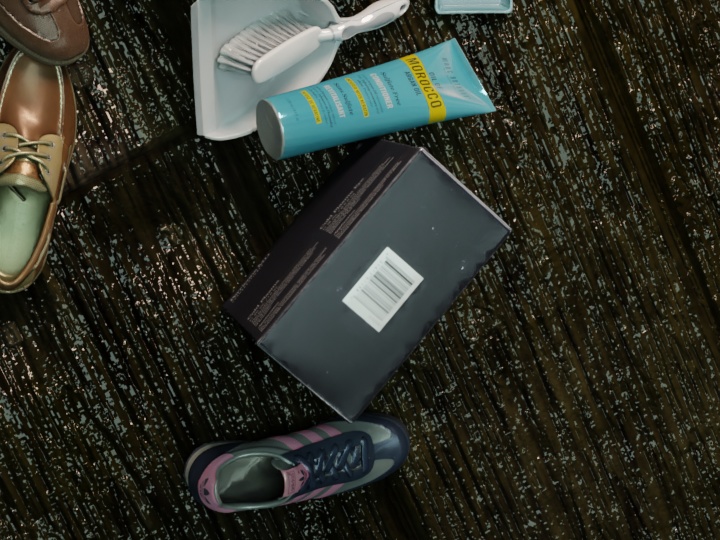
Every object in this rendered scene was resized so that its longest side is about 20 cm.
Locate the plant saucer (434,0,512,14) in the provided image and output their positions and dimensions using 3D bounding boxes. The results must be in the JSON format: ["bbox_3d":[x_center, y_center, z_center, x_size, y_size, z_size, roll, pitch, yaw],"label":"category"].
[{"bbox_3d":[0.094,-0.319,1.465,0.070,0.019,0.201,-3,99,-14],"label":"plant saucer"}]

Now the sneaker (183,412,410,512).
[{"bbox_3d":[-0.046,0.171,1.468,0.199,0.082,0.070,-12,100,-12],"label":"sneaker"}]

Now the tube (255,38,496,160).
[{"bbox_3d":[0.012,-0.139,1.433,0.200,0.050,0.078,-18,73,-25],"label":"tube"}]

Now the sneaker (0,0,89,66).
[{"bbox_3d":[-0.274,-0.251,1.338,0.070,0.076,0.200,-38,98,-27],"label":"sneaker"}]

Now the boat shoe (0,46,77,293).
[{"bbox_3d":[-0.266,-0.078,1.381,0.075,0.074,0.201,6,94,-15],"label":"boat shoe"}]

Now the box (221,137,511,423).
[{"bbox_3d":[0.000,0.000,1.403,0.104,0.182,0.200,41,88,-16],"label":"box"}]

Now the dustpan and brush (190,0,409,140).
[{"bbox_3d":[-0.045,-0.192,1.417,0.200,0.057,0.140,-34,142,-34],"label":"dustpan and brush"}]
